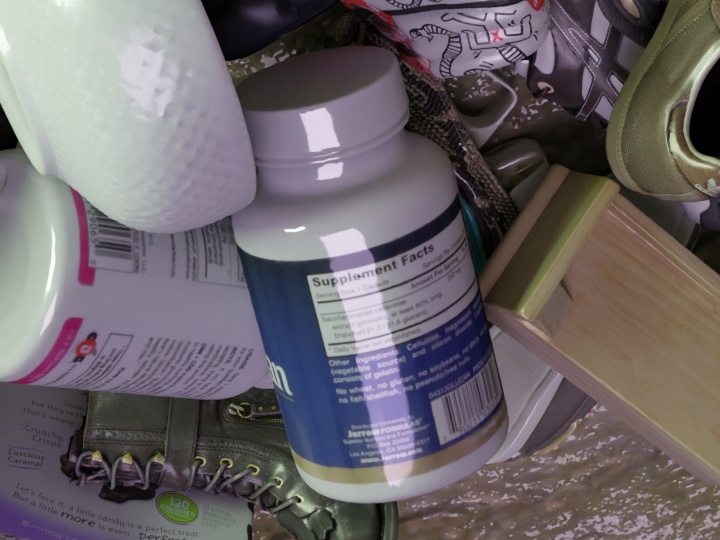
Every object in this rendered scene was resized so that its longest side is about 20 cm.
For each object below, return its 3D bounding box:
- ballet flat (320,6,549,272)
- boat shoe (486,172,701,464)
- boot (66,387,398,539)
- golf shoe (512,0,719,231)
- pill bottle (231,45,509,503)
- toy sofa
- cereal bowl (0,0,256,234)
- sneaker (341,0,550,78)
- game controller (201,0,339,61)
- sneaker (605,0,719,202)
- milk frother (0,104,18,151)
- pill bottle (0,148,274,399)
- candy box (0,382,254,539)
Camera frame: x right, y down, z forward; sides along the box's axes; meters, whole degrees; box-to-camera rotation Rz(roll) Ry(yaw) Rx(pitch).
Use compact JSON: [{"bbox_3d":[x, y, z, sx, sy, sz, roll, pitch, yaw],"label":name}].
[{"bbox_3d":[0.054,-0.065,1.232,0.075,0.068,0.201,-36,121,-5],"label":"ballet flat"},{"bbox_3d":[0.122,0.023,1.293,0.060,0.072,0.202,8,124,-53],"label":"boat shoe"},{"bbox_3d":[-0.072,0.112,1.290,0.173,0.201,0.069,4,142,-12],"label":"boot"},{"bbox_3d":[0.129,-0.102,1.196,0.094,0.078,0.201,-15,117,24],"label":"golf shoe"},{"bbox_3d":[0.000,0.000,1.151,0.110,0.111,0.201,-10,112,8],"label":"pill bottle"},{"bbox_3d":[0.154,0.035,1.217,0.200,0.098,0.083,37,85,-19],"label":"toy sofa"},{"bbox_3d":[-0.125,-0.103,1.070,0.083,0.200,0.201,-24,128,-12],"label":"cereal bowl"},{"bbox_3d":[-0.005,-0.143,1.138,0.200,0.067,0.108,5,140,25],"label":"sneaker"},{"bbox_3d":[-0.077,-0.197,1.080,0.104,0.042,0.201,-27,87,38],"label":"game controller"},{"bbox_3d":[0.183,-0.125,1.114,0.070,0.075,0.201,19,89,-37],"label":"sneaker"},{"bbox_3d":[-0.270,-0.108,1.162,0.180,0.200,0.188,-43,80,-6],"label":"milk frother"},{"bbox_3d":[-0.103,0.007,1.211,0.199,0.114,0.114,8,133,-41],"label":"pill bottle"},{"bbox_3d":[-0.147,0.150,1.304,0.167,0.201,0.072,17,132,-12],"label":"candy box"}]
